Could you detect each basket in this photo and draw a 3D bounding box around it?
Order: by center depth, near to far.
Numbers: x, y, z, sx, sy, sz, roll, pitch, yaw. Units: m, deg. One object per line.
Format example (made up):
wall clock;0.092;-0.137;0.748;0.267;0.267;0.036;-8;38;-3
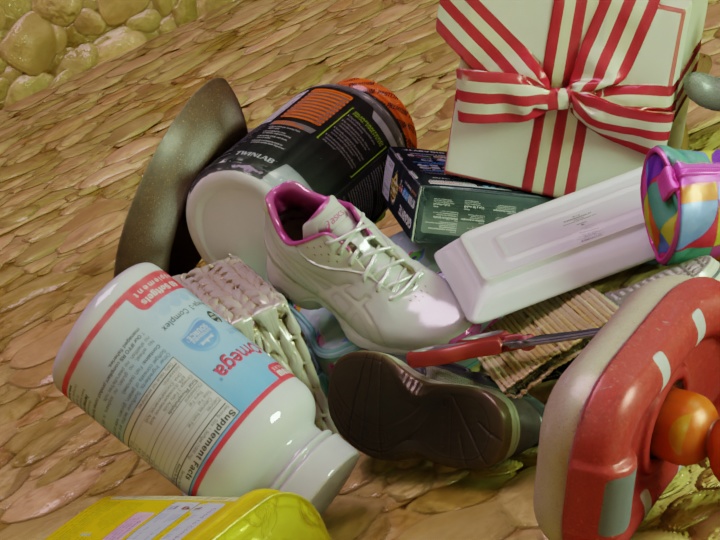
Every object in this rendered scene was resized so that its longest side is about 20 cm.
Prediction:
basket;-0.108;0.081;1.789;0.123;0.136;0.200;-23;17;-9

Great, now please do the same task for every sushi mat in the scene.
sushi mat;0.124;0.042;1.602;0.095;0.012;0.200;-34;8;1

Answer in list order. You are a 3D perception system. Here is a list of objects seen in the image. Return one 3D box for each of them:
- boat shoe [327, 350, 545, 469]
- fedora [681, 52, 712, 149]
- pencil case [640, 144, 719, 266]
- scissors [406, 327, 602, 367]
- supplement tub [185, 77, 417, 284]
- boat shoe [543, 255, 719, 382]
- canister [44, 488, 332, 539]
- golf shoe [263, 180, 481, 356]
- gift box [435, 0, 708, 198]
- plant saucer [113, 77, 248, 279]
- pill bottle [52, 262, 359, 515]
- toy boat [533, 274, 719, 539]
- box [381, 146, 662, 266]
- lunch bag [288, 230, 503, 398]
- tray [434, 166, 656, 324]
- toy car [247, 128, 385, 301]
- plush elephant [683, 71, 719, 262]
boat shoe;0.053;0.098;1.625;0.066;0.072;0.200;4;3;-36
fedora;0.220;-0.116;2.006;0.200;0.082;0.201;-23;15;6
pencil case;0.290;-0.052;1.602;0.199;0.089;0.088;-7;14;-9
scissors;0.094;0.049;1.523;0.073;0.014;0.200;-11;2;-23
supplement tub;-0.042;-0.073;1.927;0.122;0.123;0.200;-11;21;39
boat shoe;0.180;0.048;1.608;0.200;0.062;0.075;-24;15;47
canister;-0.130;0.204;1.525;0.148;0.087;0.199;-38;19;-35
golf shoe;0.000;0.000;1.708;0.199;0.092;0.075;25;56;35
gift box;0.160;-0.164;1.794;0.183;0.201;0.187;8;22;14
plant saucer;-0.140;-0.060;1.956;0.037;0.201;0.200;25;34;11
pill bottle;-0.102;0.094;1.607;0.109;0.200;0.109;-50;-11;-13
toy boat;0.194;0.092;1.395;0.130;0.131;0.200;20;38;23
box;0.126;-0.052;1.847;0.199;0.046;0.159;5;13;-10
lunch bag;0.028;0.035;1.826;0.160;0.077;0.200;-26;16;-4
tray;0.154;-0.028;1.670;0.199;0.022;0.108;-20;32;-3
toy car;-0.082;-0.020;2.057;0.164;0.158;0.200;-32;25;21
plush elephant;0.308;-0.110;1.731;0.199;0.155;0.165;-23;17;7
